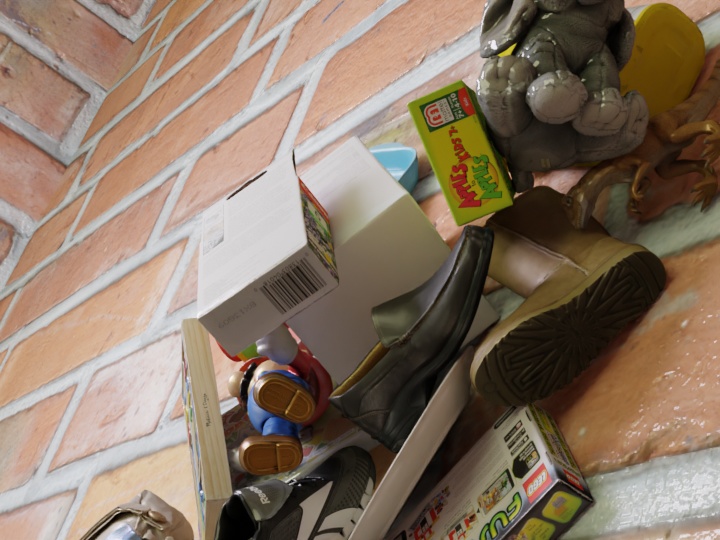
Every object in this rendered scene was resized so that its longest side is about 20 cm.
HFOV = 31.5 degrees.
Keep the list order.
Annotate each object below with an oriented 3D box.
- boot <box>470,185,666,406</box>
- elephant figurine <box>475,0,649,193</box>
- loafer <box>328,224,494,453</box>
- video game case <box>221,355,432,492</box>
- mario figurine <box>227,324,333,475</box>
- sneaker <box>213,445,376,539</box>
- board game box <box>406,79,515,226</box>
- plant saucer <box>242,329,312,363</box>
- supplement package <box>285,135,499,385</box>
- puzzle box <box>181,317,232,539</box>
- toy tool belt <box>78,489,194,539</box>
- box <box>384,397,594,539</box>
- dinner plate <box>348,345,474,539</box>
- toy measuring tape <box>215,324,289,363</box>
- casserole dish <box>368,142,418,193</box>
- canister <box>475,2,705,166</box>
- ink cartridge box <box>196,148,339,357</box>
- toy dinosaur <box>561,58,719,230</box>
[{"bbox_3d":[0.132,0.016,1.017,0.175,0.066,0.200,-33,24,-6],"label":"boot"},{"bbox_3d":[0.159,-0.186,0.977,0.155,0.141,0.200,-9,64,34],"label":"elephant figurine"},{"bbox_3d":[0.040,0.047,0.980,0.200,0.072,0.073,-64,-1,20],"label":"loafer"},{"bbox_3d":[-0.041,0.134,1.186,0.200,0.023,0.182,-33,24,0],"label":"video game case"},{"bbox_3d":[-0.086,0.112,1.091,0.123,0.106,0.200,-40,5,1],"label":"mario figurine"},{"bbox_3d":[-0.061,0.197,1.019,0.066,0.091,0.200,3,38,46],"label":"sneaker"},{"bbox_3d":[0.087,-0.097,1.050,0.048,0.102,0.200,-22,2,9],"label":"board game box"},{"bbox_3d":[-0.059,0.032,1.432,0.200,0.037,0.200,-49,23,17],"label":"plant saucer"},{"bbox_3d":[0.000,0.000,1.168,0.152,0.151,0.200,-38,24,2],"label":"supplement package"},{"bbox_3d":[-0.146,0.161,1.196,0.133,0.025,0.200,98,162,-49],"label":"puzzle box"},{"bbox_3d":[-0.248,0.330,1.295,0.200,0.125,0.123,-54,14,5],"label":"toy tool belt"},{"bbox_3d":[0.077,0.198,0.936,0.200,0.035,0.110,-49,24,16],"label":"box"},{"bbox_3d":[0.043,0.149,0.997,0.200,0.024,0.200,-56,-8,-12],"label":"dinner plate"},{"bbox_3d":[-0.090,0.053,1.225,0.074,0.074,0.200,-51,-11,10],"label":"toy measuring tape"},{"bbox_3d":[-0.009,-0.069,1.390,0.121,0.039,0.200,-1,39,40],"label":"casserole dish"},{"bbox_3d":[0.194,-0.159,1.124,0.149,0.086,0.200,-60,24,-8],"label":"canister"},{"bbox_3d":[-0.080,-0.021,1.073,0.109,0.050,0.200,-34,25,11],"label":"ink cartridge box"},{"bbox_3d":[0.239,-0.105,0.972,0.200,0.060,0.106,-39,44,-10],"label":"toy dinosaur"}]
